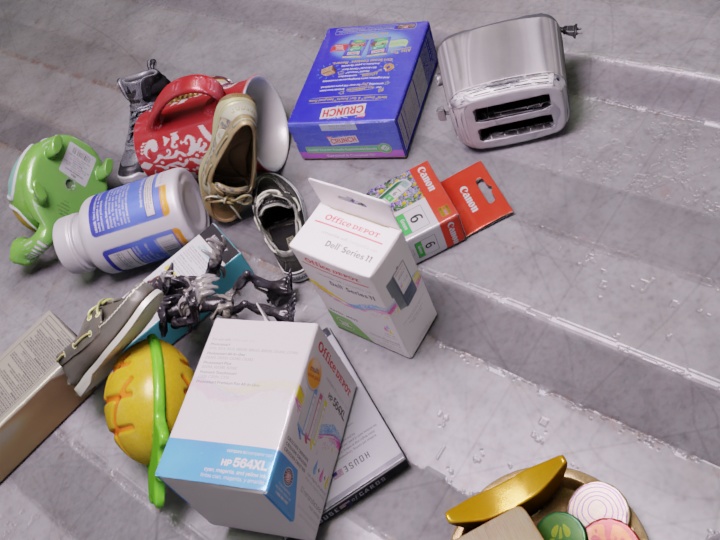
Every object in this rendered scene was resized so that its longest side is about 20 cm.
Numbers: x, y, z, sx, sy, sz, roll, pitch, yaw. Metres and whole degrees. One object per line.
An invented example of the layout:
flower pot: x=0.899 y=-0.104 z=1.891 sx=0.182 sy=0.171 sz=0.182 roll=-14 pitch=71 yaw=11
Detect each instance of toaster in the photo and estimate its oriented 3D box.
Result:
toaster: x=0.194 y=-0.242 z=1.046 sx=0.196 sy=0.114 sz=0.131 roll=-9 pitch=55 yaw=14

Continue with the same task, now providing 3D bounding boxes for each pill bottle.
pill bottle: x=-0.319 y=-0.062 z=1.123 sx=0.196 sy=0.113 sz=0.114 roll=-16 pitch=49 yaw=11

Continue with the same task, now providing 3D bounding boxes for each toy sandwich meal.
toy sandwich meal: x=0.153 y=0.254 z=0.703 sx=0.201 sy=0.071 sz=0.208 roll=-12 pitch=51 yaw=15

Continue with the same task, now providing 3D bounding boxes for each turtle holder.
turtle holder: x=-0.462 y=-0.105 z=1.221 sx=0.130 sy=0.140 sz=0.190 roll=-5 pitch=91 yaw=38

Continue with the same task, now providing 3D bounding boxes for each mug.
mug: x=-0.227 y=-0.214 z=1.168 sx=0.196 sy=0.179 sz=0.134 roll=-7 pitch=37 yaw=24

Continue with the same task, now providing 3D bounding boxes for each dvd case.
dvd case: x=-0.054 y=0.173 z=0.886 sx=0.149 sy=0.025 sz=0.201 roll=-32 pitch=49 yaw=-3

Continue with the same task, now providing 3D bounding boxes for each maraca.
maraca: x=-0.231 y=0.163 z=0.904 sx=0.105 sy=0.139 sz=0.202 roll=-1 pitch=42 yaw=-19

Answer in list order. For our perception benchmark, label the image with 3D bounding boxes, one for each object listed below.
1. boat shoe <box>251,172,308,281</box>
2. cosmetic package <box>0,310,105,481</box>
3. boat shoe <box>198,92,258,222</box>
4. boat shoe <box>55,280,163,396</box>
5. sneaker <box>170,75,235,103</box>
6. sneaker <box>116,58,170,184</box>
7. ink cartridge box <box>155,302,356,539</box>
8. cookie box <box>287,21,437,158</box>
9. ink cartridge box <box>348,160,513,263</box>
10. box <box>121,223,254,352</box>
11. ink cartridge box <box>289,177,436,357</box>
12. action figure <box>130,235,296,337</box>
boat shoe: x=-0.107 y=-0.076 z=1.074 sx=0.070 sy=0.064 sz=0.201 roll=-28 pitch=48 yaw=0
cosmetic package: x=-0.429 y=0.161 z=1.024 sx=0.200 sy=0.071 sz=0.105 roll=-45 pitch=51 yaw=-14
boat shoe: x=-0.173 y=-0.134 z=1.068 sx=0.072 sy=0.202 sz=0.063 roll=-4 pitch=46 yaw=-19
boat shoe: x=-0.292 y=0.071 z=0.925 sx=0.202 sy=0.060 sz=0.072 roll=-44 pitch=-1 yaw=36
sneaker: x=-0.204 y=-0.270 z=1.261 sx=0.196 sy=0.076 sz=0.091 roll=8 pitch=39 yaw=15
sneaker: x=-0.348 y=-0.238 z=1.270 sx=0.074 sy=0.114 sz=0.203 roll=2 pitch=55 yaw=25
ink cartridge box: x=-0.094 y=0.146 z=0.821 sx=0.123 sy=0.129 sz=0.203 roll=1 pitch=55 yaw=23
cookie box: x=0.006 y=-0.259 z=1.160 sx=0.168 sy=0.076 sz=0.203 roll=3 pitch=55 yaw=25
ink cartridge box: x=0.077 y=-0.075 z=1.004 sx=0.197 sy=0.051 sz=0.110 roll=-27 pitch=48 yaw=3
box: x=-0.241 y=0.034 z=1.056 sx=0.199 sy=0.049 sz=0.082 roll=-40 pitch=49 yaw=-10
ink cartridge box: x=0.000 y=0.000 z=0.879 sx=0.116 sy=0.201 sz=0.068 roll=20 pitch=63 yaw=34
action figure: x=-0.177 y=0.019 z=0.965 sx=0.196 sy=0.103 sz=0.120 roll=3 pitch=41 yaw=-11
